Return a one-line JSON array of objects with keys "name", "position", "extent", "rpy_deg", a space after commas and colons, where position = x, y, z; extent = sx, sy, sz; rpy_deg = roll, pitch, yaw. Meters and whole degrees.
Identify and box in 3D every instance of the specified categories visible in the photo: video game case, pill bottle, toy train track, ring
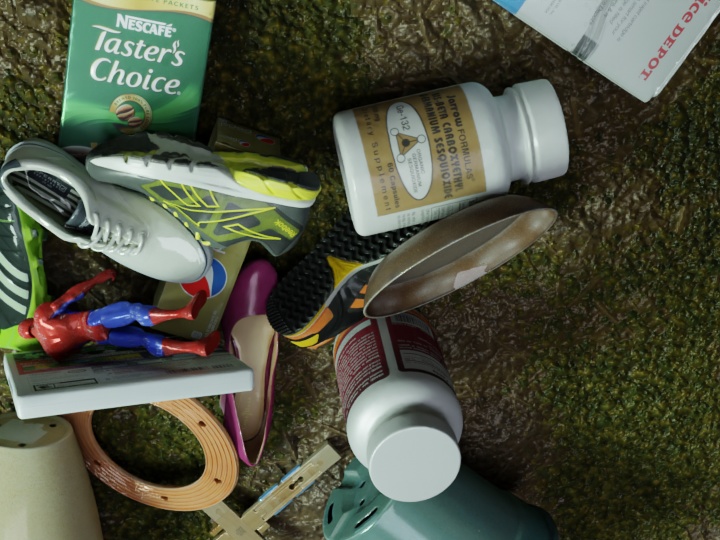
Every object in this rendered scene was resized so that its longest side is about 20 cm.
[{"name": "video game case", "position": [-0.216, 0.092, 0.915], "extent": [0.198, 0.182, 0.023], "rpy_deg": [-5, 99, -22]}, {"name": "pill bottle", "position": [0.036, 0.126, 0.979], "extent": [0.112, 0.201, 0.114], "rpy_deg": [-3, 119, -6]}, {"name": "toy train track", "position": [-0.104, 0.259, 1.129], "extent": [0.200, 0.033, 0.115], "rpy_deg": [-41, 109, 7]}, {"name": "ring", "position": [-0.217, 0.175, 1.034], "extent": [0.198, 0.019, 0.202], "rpy_deg": [10, 129, 13]}, {"name": "pill bottle", "position": [0.081, -0.108, 0.910], "extent": [0.198, 0.115, 0.115], "rpy_deg": [-13, 119, -2]}]

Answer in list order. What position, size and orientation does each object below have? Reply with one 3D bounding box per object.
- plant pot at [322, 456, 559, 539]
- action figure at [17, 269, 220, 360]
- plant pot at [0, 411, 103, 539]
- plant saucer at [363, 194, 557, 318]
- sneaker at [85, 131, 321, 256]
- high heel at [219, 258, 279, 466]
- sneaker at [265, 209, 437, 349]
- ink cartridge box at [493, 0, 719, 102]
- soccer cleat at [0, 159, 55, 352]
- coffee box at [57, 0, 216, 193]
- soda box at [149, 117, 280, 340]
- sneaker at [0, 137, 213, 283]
[{"name": "plant pot", "position": [0.076, 0.284, 1.083], "extent": [0.196, 0.201, 0.200], "rpy_deg": [41, 106, -17]}, {"name": "action figure", "position": [-0.216, 0.038, 0.913], "extent": [0.198, 0.099, 0.066], "rpy_deg": [-4, 118, 19]}, {"name": "plant pot", "position": [-0.345, 0.255, 1.021], "extent": [0.185, 0.187, 0.202], "rpy_deg": [4, 105, -10]}, {"name": "plant saucer", "position": [0.086, -0.016, 0.921], "extent": [0.199, 0.200, 0.032], "rpy_deg": [-30, 76, 8]}, {"name": "sneaker", "position": [-0.136, -0.060, 0.851], "extent": [0.198, 0.075, 0.085], "rpy_deg": [11, 114, -6]}, {"name": "high heel", "position": [-0.101, 0.092, 0.996], "extent": [0.067, 0.096, 0.202], "rpy_deg": [-5, 123, -22]}, {"name": "sneaker", "position": [0.000, 0.000, 0.994], "extent": [0.200, 0.070, 0.090], "rpy_deg": [-41, 149, 1]}, {"name": "ink cartridge box", "position": [0.207, -0.263, 0.862], "extent": [0.199, 0.084, 0.146], "rpy_deg": [28, 111, -20]}, {"name": "soccer cleat", "position": [-0.331, -0.008, 0.934], "extent": [0.080, 0.068, 0.202], "rpy_deg": [-1, 121, -6]}, {"name": "coffee box", "position": [-0.200, -0.158, 0.884], "extent": [0.122, 0.044, 0.202], "rpy_deg": [10, 116, -13]}, {"name": "soda box", "position": [-0.138, -0.035, 0.944], "extent": [0.063, 0.068, 0.201], "rpy_deg": [17, 114, -15]}, {"name": "sneaker", "position": [-0.222, -0.039, 0.868], "extent": [0.199, 0.071, 0.073], "rpy_deg": [28, 113, -12]}]
